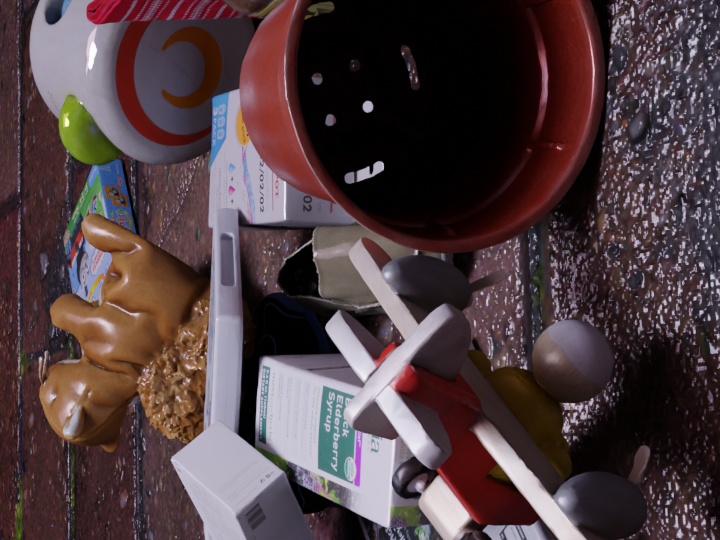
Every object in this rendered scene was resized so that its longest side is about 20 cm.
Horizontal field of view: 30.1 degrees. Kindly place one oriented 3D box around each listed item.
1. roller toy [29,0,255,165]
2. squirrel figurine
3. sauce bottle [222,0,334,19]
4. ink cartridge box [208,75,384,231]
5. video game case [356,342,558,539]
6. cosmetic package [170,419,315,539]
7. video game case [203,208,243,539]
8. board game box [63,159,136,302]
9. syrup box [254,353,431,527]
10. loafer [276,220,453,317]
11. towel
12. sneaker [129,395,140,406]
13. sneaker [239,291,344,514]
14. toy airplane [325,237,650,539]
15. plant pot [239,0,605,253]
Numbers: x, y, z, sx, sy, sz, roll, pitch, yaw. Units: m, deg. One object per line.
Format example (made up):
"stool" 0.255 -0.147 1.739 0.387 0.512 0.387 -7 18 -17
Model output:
"roller toy" -0.197 -0.198 1.216 0.139 0.199 0.185 23 115 44
"squirrel figurine" -0.195 0.083 1.207 0.188 0.199 0.142 -62 -16 -10
"sauce bottle" -0.055 -0.212 0.958 0.065 0.198 0.066 -6 83 63
"ink cartridge box" -0.055 -0.093 1.084 0.199 0.067 0.117 -1 87 61
"video game case" 0.064 0.179 0.895 0.183 0.023 0.201 -61 39 38
"cosmetic package" -0.067 0.206 0.984 0.082 0.051 0.201 28 149 41
"video game case" -0.109 0.080 1.056 0.183 0.023 0.202 -103 17 -62
"board game box" -0.296 -0.003 1.549 0.152 0.036 0.201 -55 43 44
"syrup box" 0.005 0.108 0.900 0.199 0.081 0.080 10 98 62
"loafer" 0.000 0.000 0.974 0.200 0.069 0.076 -24 67 58
"towel" -0.102 -0.219 1.044 0.144 0.198 0.023 -16 82 59
"sneaker" -0.214 0.088 1.360 0.200 0.074 0.088 -55 48 46
"sneaker" -0.064 0.101 1.076 0.070 0.077 0.201 -57 41 43
"toy airplane" 0.069 0.068 0.707 0.201 0.140 0.199 57 177 -8
"plant pot" 0.019 -0.118 0.845 0.195 0.199 0.203 -168 81 -69
